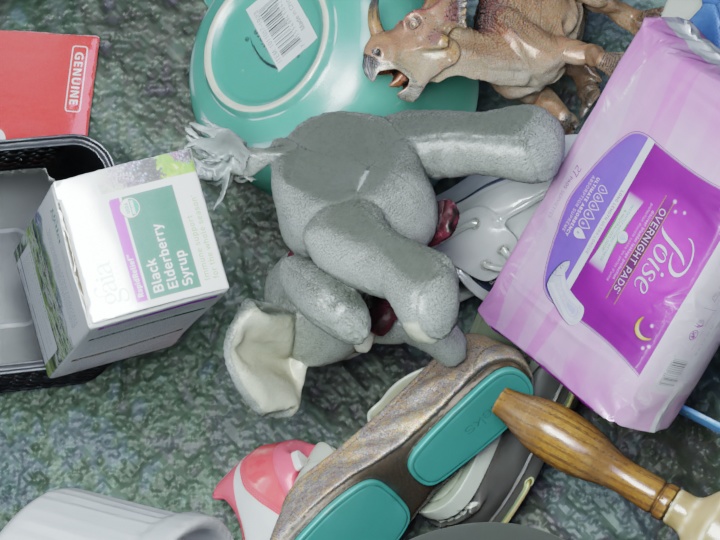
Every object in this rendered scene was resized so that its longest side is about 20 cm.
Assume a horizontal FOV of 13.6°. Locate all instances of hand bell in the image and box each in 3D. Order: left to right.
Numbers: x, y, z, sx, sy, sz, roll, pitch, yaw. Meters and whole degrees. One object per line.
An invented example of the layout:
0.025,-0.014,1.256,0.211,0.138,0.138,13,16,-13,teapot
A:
0.160,0.121,1.641,0.200,0.104,0.104,33,85,11,hand bell

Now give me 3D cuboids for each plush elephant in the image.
0.000,0.000,1.643,0.199,0.155,0.165,12,49,18,plush elephant

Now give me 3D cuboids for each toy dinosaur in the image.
0.090,-0.148,1.711,0.135,0.200,0.086,38,121,1,toy dinosaur

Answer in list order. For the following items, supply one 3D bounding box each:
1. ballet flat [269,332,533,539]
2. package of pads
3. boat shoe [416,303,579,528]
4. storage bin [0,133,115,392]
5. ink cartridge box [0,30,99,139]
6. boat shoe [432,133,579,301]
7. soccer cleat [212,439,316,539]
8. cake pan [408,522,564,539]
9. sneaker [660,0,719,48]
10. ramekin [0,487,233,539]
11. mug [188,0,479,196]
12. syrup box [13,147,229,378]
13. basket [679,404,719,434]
0.011,0.109,1.694,0.200,0.068,0.067,-39,41,-5,ballet flat
0.163,-0.025,1.636,0.120,0.076,0.201,39,109,31,package of pads
0.096,0.063,1.747,0.072,0.061,0.202,21,77,50,boat shoe
-0.241,0.002,1.756,0.199,0.094,0.136,-6,82,-15,storage bin
-0.259,-0.059,1.832,0.175,0.045,0.201,4,79,10,ink cartridge box
0.072,-0.013,1.736,0.200,0.073,0.066,-28,56,29,boat shoe
-0.022,0.195,1.741,0.076,0.067,0.201,-28,79,33,soccer cleat
0.058,0.212,1.623,0.199,0.037,0.201,-11,42,10,cake pan
0.229,-0.126,1.735,0.111,0.077,0.200,17,55,12,sneaker
-0.154,0.219,1.684,0.097,0.200,0.201,17,81,20,ramekin
-0.037,-0.116,1.753,0.184,0.114,0.153,5,77,35,mug
-0.132,-0.001,1.630,0.081,0.200,0.079,-15,84,-15,syrup box
0.284,0.029,1.681,0.176,0.139,0.200,33,78,17,basket
